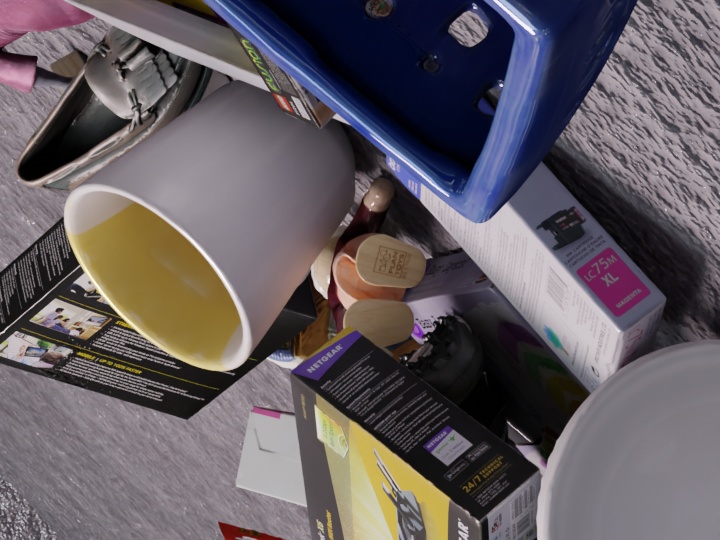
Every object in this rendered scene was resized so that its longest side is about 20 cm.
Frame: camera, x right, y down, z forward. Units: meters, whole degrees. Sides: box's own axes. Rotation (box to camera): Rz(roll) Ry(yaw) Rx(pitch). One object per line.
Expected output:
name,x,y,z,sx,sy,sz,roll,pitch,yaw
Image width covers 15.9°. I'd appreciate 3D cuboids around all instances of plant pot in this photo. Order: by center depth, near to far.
plant pot,0.042,-0.168,1.017,0.200,0.180,0.200,40,164,10

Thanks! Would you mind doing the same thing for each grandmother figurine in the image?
grandmother figurine,0.000,0.000,1.655,0.061,0.121,0.200,20,180,-10

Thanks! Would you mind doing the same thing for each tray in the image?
tray,-0.070,-0.123,1.484,0.200,0.022,0.107,24,180,35

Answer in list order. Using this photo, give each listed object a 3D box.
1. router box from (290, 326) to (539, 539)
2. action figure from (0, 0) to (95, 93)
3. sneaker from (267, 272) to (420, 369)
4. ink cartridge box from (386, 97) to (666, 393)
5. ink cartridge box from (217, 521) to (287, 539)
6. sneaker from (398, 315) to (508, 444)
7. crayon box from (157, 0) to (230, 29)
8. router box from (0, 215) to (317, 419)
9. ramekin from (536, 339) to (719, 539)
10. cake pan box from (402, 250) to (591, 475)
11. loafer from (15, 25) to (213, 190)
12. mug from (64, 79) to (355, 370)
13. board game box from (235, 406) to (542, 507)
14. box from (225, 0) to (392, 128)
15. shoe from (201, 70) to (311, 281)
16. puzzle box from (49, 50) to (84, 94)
router box,0.036,0.149,1.554,0.157,0.052,0.200,36,151,31
action figure,-0.235,-0.170,1.685,0.200,0.149,0.134,-36,78,45
sneaker,-0.015,0.064,1.894,0.200,0.075,0.088,33,167,42
ink cartridge box,0.090,-0.024,1.462,0.200,0.042,0.119,47,165,17
ink cartridge box,0.001,0.193,1.868,0.200,0.047,0.160,13,179,-6
sneaker,0.061,0.083,1.620,0.090,0.066,0.200,38,165,-1
crayon box,-0.089,-0.211,1.423,0.200,0.058,0.173,23,153,51
router box,-0.152,0.029,1.817,0.200,0.149,0.051,21,-137,-41
ramekin,0.188,0.139,1.415,0.202,0.202,0.094,45,174,-4
cake pan box,0.119,0.065,1.629,0.184,0.052,0.200,49,163,-11
loafer,-0.159,-0.109,1.672,0.200,0.063,0.072,-48,65,44
mug,-0.093,-0.041,1.641,0.187,0.153,0.149,-4,127,53
board game box,0.035,0.146,1.818,0.200,0.064,0.148,13,178,-28
box,-0.035,-0.179,1.290,0.035,0.110,0.200,26,155,46
shoe,-0.104,-0.075,1.776,0.091,0.071,0.200,21,147,54
puzzle box,-0.163,-0.056,1.915,0.200,0.025,0.133,55,171,34
